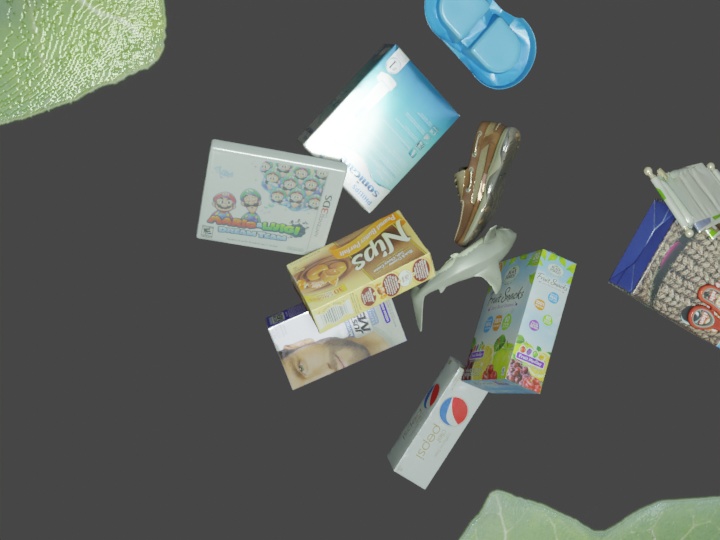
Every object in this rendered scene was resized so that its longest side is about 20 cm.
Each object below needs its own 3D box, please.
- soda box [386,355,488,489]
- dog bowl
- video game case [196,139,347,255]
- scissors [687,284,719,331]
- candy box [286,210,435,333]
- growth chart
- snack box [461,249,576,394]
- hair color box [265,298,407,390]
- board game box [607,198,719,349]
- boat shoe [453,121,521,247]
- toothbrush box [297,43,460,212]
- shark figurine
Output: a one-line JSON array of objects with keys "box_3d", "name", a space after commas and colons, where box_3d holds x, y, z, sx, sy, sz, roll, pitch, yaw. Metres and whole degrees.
[{"box_3d": [0.126, 0.246, 1.543, 0.067, 0.064, 0.202, 31, 95, -14], "name": "soda box"}, {"box_3d": [0.175, -0.364, 1.429, 0.200, 0.050, 0.112, 43, 93, -16], "name": "dog bowl"}, {"box_3d": [-0.134, -0.101, 1.394, 0.195, 0.024, 0.184, 9, 136, -11], "name": "video game case"}, {"box_3d": [0.603, 0.098, 1.517, 0.198, 0.014, 0.074, 34, 93, -13], "name": "scissors"}, {"box_3d": [0.000, 0.000, 1.430, 0.197, 0.116, 0.056, -25, 135, -8], "name": "candy box"}, {"box_3d": [0.539, -0.109, 1.489, 0.197, 0.018, 0.147, -10, 66, -38], "name": "growth chart"}, {"box_3d": [0.237, 0.081, 1.445, 0.067, 0.168, 0.204, 23, 76, -13], "name": "snack box"}, {"box_3d": [-0.038, 0.092, 1.483, 0.197, 0.065, 0.111, -23, 105, -3], "name": "hair color box"}, {"box_3d": [0.535, 0.006, 1.544, 0.197, 0.097, 0.162, 28, 96, -14], "name": "board game box"}, {"box_3d": [0.183, -0.136, 1.475, 0.071, 0.075, 0.203, 26, 108, 20], "name": "boat shoe"}, {"box_3d": [0.025, -0.212, 1.416, 0.146, 0.085, 0.200, 42, 92, -16], "name": "toothbrush box"}, {"box_3d": [0.168, 0.009, 1.457, 0.212, 0.128, 0.090, -34, 83, -4], "name": "shark figurine"}]
